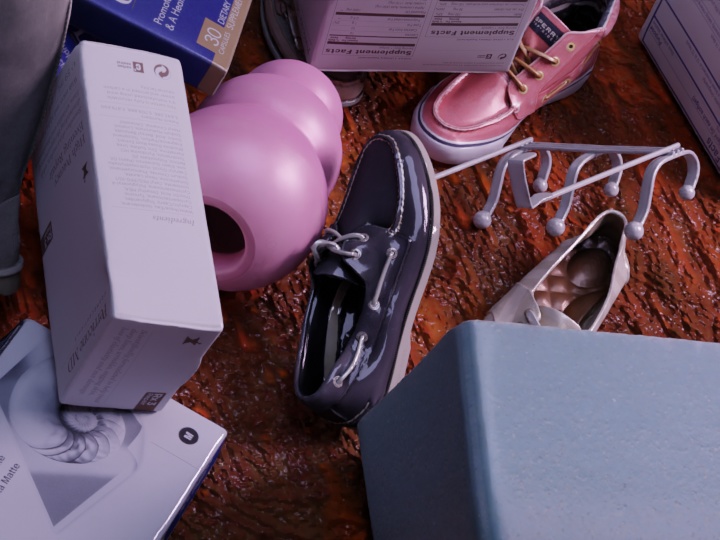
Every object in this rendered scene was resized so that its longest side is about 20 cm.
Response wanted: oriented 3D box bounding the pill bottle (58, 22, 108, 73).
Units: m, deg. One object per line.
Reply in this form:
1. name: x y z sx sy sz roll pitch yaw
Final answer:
1. pill bottle: -0.210 -0.157 1.268 0.116 0.116 0.200 37 48 12

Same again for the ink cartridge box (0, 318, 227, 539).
1. ink cartridge box: -0.206 0.120 1.083 0.200 0.041 0.200 27 47 3

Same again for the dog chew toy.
1. dog chew toy: -0.069 -0.075 1.256 0.124 0.125 0.200 25 39 1

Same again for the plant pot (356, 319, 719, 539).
1. plant pot: 0.118 0.162 1.079 0.195 0.196 0.200 6 66 -17

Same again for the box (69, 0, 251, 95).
1. box: -0.167 -0.206 1.228 0.200 0.032 0.121 25 48 -13

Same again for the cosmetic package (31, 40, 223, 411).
1. cosmetic package: -0.145 -0.027 1.122 0.074 0.102 0.200 7 53 -27

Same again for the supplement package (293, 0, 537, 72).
1. supplement package: 0.029 -0.254 1.363 0.155 0.111 0.200 -1 54 -16

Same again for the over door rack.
1. over door rack: 0.117 -0.055 1.281 0.148 0.067 0.200 5 8 44

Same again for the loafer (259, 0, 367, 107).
1. loafer: -0.040 -0.214 1.418 0.072 0.063 0.200 -3 52 -24

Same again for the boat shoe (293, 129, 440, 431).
1. boat shoe: 0.000 0.000 1.191 0.063 0.073 0.200 19 75 -42

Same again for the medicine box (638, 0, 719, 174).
1. medicine box: 0.327 -0.189 1.446 0.103 0.200 0.182 -7 54 -24

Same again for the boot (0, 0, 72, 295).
1. boot: -0.272 -0.091 1.126 0.181 0.200 0.073 3 22 -17

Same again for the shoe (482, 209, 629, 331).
1. shoe: 0.132 0.025 1.287 0.070 0.053 0.200 34 47 8

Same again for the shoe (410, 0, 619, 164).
1. shoe: 0.119 -0.157 1.412 0.071 0.091 0.200 43 49 17
